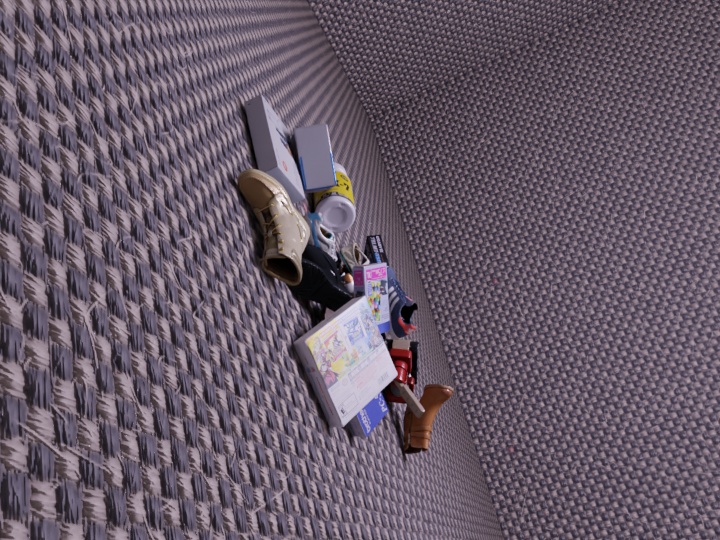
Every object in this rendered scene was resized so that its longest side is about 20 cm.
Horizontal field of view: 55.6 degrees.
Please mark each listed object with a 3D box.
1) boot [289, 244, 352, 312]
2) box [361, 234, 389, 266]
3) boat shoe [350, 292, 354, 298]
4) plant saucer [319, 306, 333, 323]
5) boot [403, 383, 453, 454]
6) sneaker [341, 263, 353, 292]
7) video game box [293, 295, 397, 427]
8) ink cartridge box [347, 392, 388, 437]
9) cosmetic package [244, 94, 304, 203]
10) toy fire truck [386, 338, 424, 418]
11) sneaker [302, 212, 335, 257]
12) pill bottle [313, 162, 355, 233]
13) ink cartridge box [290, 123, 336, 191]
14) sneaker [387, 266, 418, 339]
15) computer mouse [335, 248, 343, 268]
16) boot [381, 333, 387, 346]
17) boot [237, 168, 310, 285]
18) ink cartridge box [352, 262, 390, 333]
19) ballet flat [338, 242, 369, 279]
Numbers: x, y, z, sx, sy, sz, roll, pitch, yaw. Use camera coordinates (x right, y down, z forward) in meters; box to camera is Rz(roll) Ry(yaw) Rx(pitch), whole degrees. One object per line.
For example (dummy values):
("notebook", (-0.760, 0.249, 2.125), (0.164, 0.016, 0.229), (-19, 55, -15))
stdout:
("boot", (-0.103, -0.003, 1.479), (0.197, 0.073, 0.164), (35, 18, -37))
("box", (0.046, 0.037, 2.004), (0.202, 0.048, 0.202), (101, -21, -49))
("boat shoe", (-0.035, 0.080, 1.668), (0.200, 0.072, 0.077), (37, 32, -71))
("plant saucer", (-0.045, 0.162, 1.525), (0.203, 0.031, 0.201), (-90, 154, -44))
("boot", (0.181, 0.401, 1.836), (0.072, 0.200, 0.157), (23, 53, -16))
("sneaker", (-0.016, 0.007, 1.906), (0.200, 0.071, 0.086), (-70, 140, -72))
("video game box", (-0.025, 0.177, 1.356), (0.199, 0.046, 0.186), (-33, 106, -46))
("ink cartridge box", (-0.014, 0.237, 1.432), (0.094, 0.044, 0.204), (-39, 114, -45))
("cosmetic package", (-0.195, -0.272, 1.556), (0.151, 0.051, 0.204), (45, 27, -61))
("toy fire truck", (0.117, 0.310, 1.829), (0.179, 0.125, 0.203), (87, 11, -46))
("sneaker", (-0.090, -0.043, 1.608), (0.077, 0.079, 0.202), (-99, 166, -55))
("pill bottle", (-0.076, -0.207, 1.902), (0.202, 0.112, 0.115), (-99, 164, -50))
("ink cartridge box", (-0.119, -0.271, 1.693), (0.200, 0.082, 0.148), (-155, -125, -82))
("sneaker", (0.107, 0.076, 1.806), (0.074, 0.083, 0.205), (18, 55, -51))
("computer mouse", (-0.089, -0.055, 1.749), (0.200, 0.043, 0.112), (45, 30, -78))
("boot", (0.033, 0.141, 1.783), (0.201, 0.071, 0.154), (-98, -176, -64))
("boot", (-0.170, -0.082, 1.301), (0.201, 0.072, 0.157), (53, 25, -33))
("ink cartridge box", (0.028, 0.087, 1.660), (0.119, 0.041, 0.206), (-10, 100, -60))
("ballet flat", (0.000, 0.000, 1.749), (0.202, 0.061, 0.068), (63, 1, 40))
